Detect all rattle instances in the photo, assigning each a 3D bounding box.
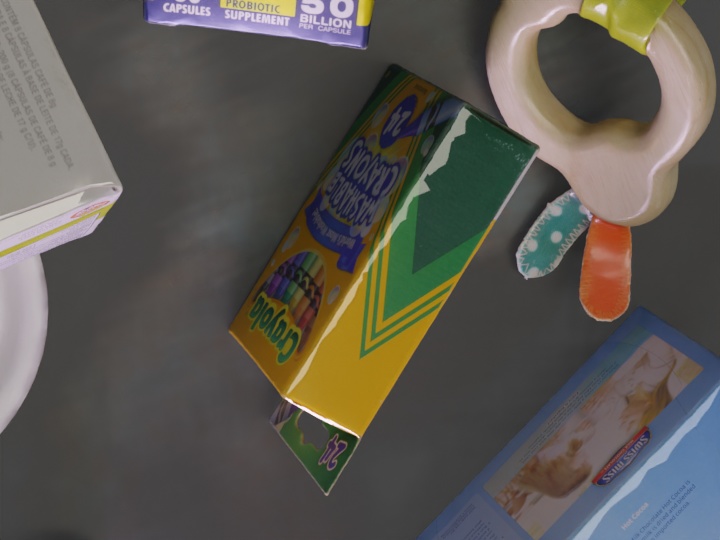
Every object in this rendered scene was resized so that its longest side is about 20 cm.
[{"bbox_3d":[0.142,-0.095,1.208,0.130,0.143,0.200,-3,125,17],"label":"rattle"}]

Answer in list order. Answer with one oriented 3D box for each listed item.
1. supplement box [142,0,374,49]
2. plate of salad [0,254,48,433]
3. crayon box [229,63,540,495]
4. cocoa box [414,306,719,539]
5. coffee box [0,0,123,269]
[{"bbox_3d":[-0.036,-0.218,1.028,0.109,0.110,0.200,7,129,1],"label":"supplement box"},{"bbox_3d":[-0.253,0.025,1.111,0.200,0.048,0.200,-4,105,-16],"label":"plate of salad"},{"bbox_3d":[0.000,0.000,1.137,0.052,0.126,0.200,29,94,-21],"label":"crayon box"},{"bbox_3d":[0.147,0.144,1.213,0.200,0.133,0.131,-46,111,-1],"label":"cocoa box"},{"bbox_3d":[-0.241,-0.075,0.985,0.200,0.198,0.200,-24,91,-10],"label":"coffee box"}]
